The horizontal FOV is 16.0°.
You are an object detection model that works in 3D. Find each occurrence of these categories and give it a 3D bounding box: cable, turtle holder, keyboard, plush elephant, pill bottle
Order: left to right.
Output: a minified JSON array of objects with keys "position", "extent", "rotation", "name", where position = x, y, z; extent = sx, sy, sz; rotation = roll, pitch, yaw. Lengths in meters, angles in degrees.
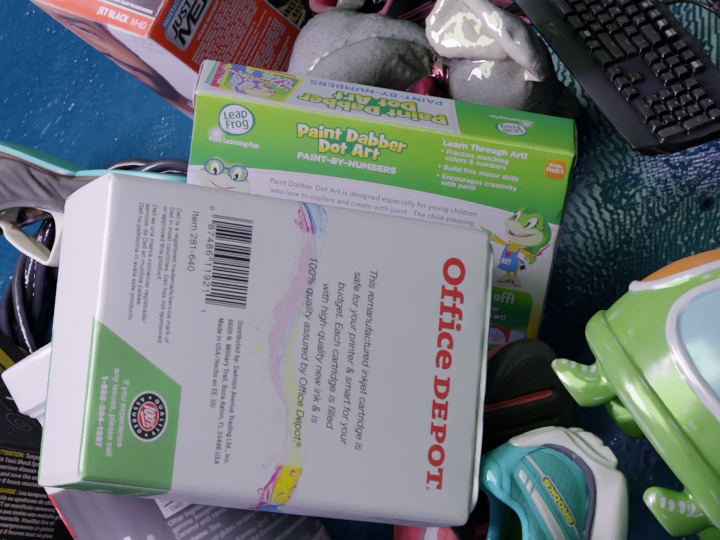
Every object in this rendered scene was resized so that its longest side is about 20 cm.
[{"position":[-0.159,0.011,1.573],"extent":[0.199,0.051,0.165],"rotation":[0,80,41],"name":"cable"},{"position":[-0.095,0.116,1.318],"extent":[0.115,0.116,0.201],"rotation":[-29,93,20],"name":"pill bottle"},{"position":[0.043,-0.087,1.422],"extent":[0.154,0.165,0.201],"rotation":[12,85,25],"name":"plush elephant"},{"position":[0.155,-0.147,1.411],"extent":[0.126,0.021,0.200],"rotation":[-18,55,-24],"name":"keyboard"},{"position":[0.196,0.071,1.254],"extent":[0.131,0.141,0.186],"rotation":[-38,47,8],"name":"turtle holder"}]

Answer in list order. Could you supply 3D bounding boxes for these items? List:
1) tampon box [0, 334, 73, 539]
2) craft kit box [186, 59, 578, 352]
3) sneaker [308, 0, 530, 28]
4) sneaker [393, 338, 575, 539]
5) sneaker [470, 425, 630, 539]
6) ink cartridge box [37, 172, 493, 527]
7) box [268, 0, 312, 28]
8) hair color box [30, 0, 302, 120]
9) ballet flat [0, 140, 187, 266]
[{"position":[-0.261,0.149,1.512],"extent":[0.150,0.126,0.201],"rotation":[41,108,40],"name":"tampon box"},{"position":[0.000,0.000,1.349],"extent":[0.198,0.199,0.049],"rotation":[10,32,-1],"name":"craft kit box"},{"position":[0.056,-0.183,1.504],"extent":[0.199,0.095,0.079],"rotation":[-30,52,18],"name":"sneaker"},{"position":[0.048,0.110,1.332],"extent":[0.087,0.073,0.201],"rotation":[51,137,44],"name":"sneaker"},{"position":[0.084,0.175,1.280],"extent":[0.077,0.079,0.202],"rotation":[25,120,61],"name":"sneaker"},{"position":[-0.045,0.043,1.239],"extent":[0.084,0.199,0.146],"rotation":[162,114,-68],"name":"ink cartridge box"},{"position":[-0.036,-0.258,1.605],"extent":[0.200,0.049,0.160],"rotation":[-50,47,23],"name":"box"},{"position":[-0.089,-0.129,1.472],"extent":[0.111,0.200,0.064],"rotation":[22,81,39],"name":"hair color box"},{"position":[-0.163,-0.033,1.530],"extent":[0.199,0.068,0.069],"rotation":[12,92,49],"name":"ballet flat"}]
